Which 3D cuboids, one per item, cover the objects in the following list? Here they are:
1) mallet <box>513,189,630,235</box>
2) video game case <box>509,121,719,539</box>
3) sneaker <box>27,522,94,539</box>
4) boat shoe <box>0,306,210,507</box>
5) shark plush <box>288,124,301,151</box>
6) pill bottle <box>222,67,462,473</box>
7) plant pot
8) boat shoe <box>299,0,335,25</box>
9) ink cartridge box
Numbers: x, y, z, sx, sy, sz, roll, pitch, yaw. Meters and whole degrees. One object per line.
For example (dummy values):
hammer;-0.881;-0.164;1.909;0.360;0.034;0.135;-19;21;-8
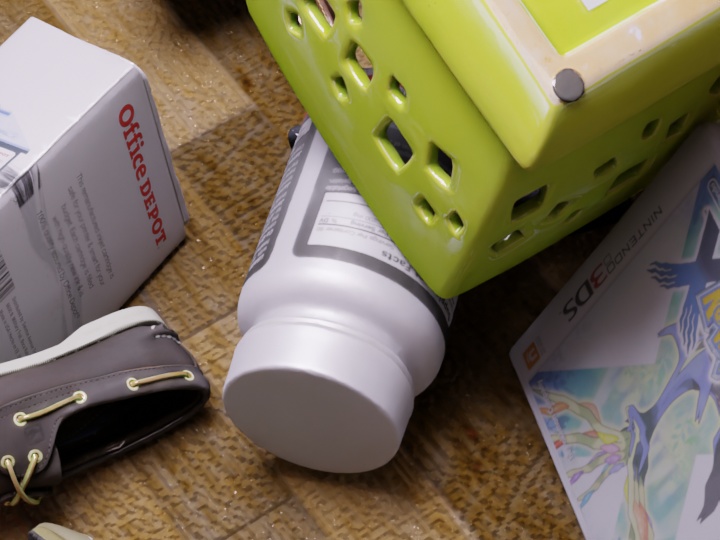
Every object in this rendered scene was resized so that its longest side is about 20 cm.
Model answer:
mallet;0.089;-0.113;1.283;0.066;0.201;0.041;-21;8;7
video game case;0.158;0.059;1.141;0.022;0.183;0.201;10;42;-34
sneaker;-0.074;0.168;1.153;0.199;0.077;0.089;24;46;18
boat shoe;-0.170;0.085;1.207;0.201;0.072;0.061;-29;57;-29
shark plush;0.057;-0.090;1.331;0.199;0.091;0.084;-6;82;-2
pill bottle;0.000;0.000;1.235;0.113;0.114;0.201;8;54;14
plant pot;0.084;-0.134;1.139;0.198;0.182;0.201;-30;81;-20
boat shoe;-0.039;-0.185;1.411;0.067;0.072;0.201;-21;50;-6
ink cartridge box;-0.196;-0.014;1.253;0.086;0.147;0.200;25;59;27
